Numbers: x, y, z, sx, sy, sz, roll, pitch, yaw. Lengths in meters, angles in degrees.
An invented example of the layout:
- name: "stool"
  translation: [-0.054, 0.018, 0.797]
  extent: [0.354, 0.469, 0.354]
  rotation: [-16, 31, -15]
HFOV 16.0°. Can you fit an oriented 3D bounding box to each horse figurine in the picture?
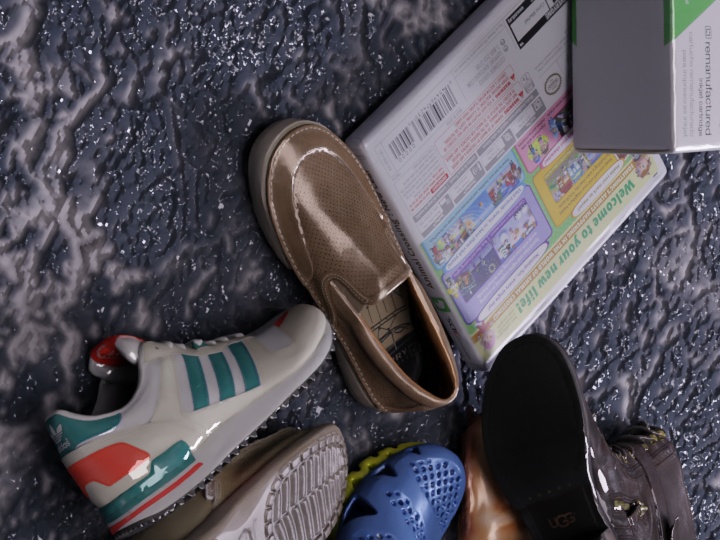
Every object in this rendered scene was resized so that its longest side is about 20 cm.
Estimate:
- name: "horse figurine"
  translation: [0.077, 0.201, 1.601]
  extent: [0.133, 0.050, 0.200]
  rotation: [42, 68, -42]

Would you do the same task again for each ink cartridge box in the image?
- name: "ink cartridge box"
  translation: [0.228, -0.150, 1.627]
  extent: [0.200, 0.084, 0.146]
  rotation: [-7, 97, -45]

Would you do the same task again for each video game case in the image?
- name: "video game case"
  translation: [0.094, -0.069, 1.585]
  extent: [0.200, 0.022, 0.182]
  rotation: [-46, 123, -27]

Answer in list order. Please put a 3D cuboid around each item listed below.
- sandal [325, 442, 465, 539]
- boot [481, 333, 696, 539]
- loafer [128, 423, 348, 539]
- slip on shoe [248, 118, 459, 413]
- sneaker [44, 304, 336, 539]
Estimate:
- name: "sandal"
  translation: [0.005, 0.185, 1.514]
  extent: [0.200, 0.087, 0.080]
  rotation: [-52, 124, -23]
- name: "boot"
  translation: [0.152, 0.124, 1.626]
  extent: [0.174, 0.069, 0.200]
  rotation: [-22, 98, -62]
- name: "loafer"
  translation: [-0.077, 0.140, 1.451]
  extent: [0.200, 0.068, 0.076]
  rotation: [-35, 130, -49]
- name: "slip on shoe"
  translation: [0.000, 0.000, 1.494]
  extent: [0.076, 0.061, 0.200]
  rotation: [-36, 119, -30]
- name: "sneaker"
  translation: [-0.094, 0.058, 1.418]
  extent: [0.093, 0.070, 0.200]
  rotation: [50, 50, -5]
